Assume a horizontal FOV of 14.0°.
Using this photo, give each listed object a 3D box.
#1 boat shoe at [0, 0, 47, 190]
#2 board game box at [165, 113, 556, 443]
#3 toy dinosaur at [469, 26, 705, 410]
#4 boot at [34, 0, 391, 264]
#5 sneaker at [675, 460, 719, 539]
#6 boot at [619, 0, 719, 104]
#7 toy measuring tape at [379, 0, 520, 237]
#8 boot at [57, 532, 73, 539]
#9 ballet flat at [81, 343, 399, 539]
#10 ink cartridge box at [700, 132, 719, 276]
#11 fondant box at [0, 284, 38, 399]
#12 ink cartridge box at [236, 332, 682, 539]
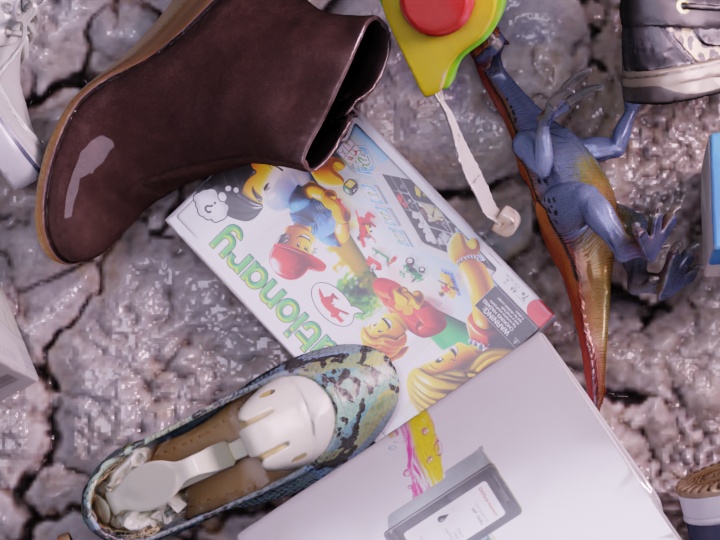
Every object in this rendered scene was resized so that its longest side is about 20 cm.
[{"bbox_3d":[-0.218,-0.148,1.713,0.086,0.075,0.203,-30,72,-3],"label":"boat shoe"},{"bbox_3d":[0.000,0.000,1.692,0.126,0.035,0.200,-44,82,-2],"label":"board game box"},{"bbox_3d":[0.106,-0.056,1.661,0.181,0.105,0.201,34,93,34],"label":"toy dinosaur"},{"bbox_3d":[-0.087,-0.077,1.651,0.166,0.072,0.201,20,74,47],"label":"boot"},{"bbox_3d":[0.278,0.144,1.638,0.199,0.070,0.109,-15,98,-13],"label":"sneaker"},{"bbox_3d":[0.214,-0.187,1.634,0.199,0.073,0.152,-21,103,-27],"label":"boot"},{"bbox_3d":[0.064,-0.120,1.630,0.073,0.074,0.201,-26,98,0],"label":"toy measuring tape"},{"bbox_3d":[-0.220,0.252,1.658,0.154,0.077,0.202,-2,92,3],"label":"boot"},{"bbox_3d":[-0.070,0.103,1.647,0.199,0.074,0.075,-29,81,12],"label":"ballet flat"},{"bbox_3d":[0.292,-0.038,1.636,0.198,0.116,0.068,-1,82,4],"label":"ink cartridge box"},{"bbox_3d":[-0.254,-0.025,1.657,0.058,0.144,0.201,-24,81,1],"label":"fondant box"},{"bbox_3d":[0.062,0.160,1.603,0.199,0.147,0.146,-33,73,-2],"label":"ink cartridge box"}]
